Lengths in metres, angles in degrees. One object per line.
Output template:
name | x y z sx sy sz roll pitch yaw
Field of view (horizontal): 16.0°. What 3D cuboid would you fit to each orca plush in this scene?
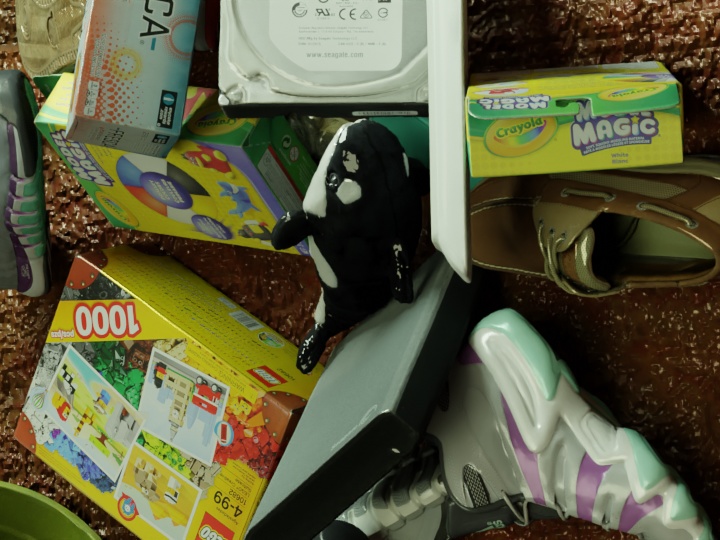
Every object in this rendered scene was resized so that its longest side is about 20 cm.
orca plush | 0.000 0.000 1.541 0.071 0.105 0.201 58 141 31

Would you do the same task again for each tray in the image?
tray | 0.050 -0.095 1.441 0.022 0.107 0.202 -1 87 5

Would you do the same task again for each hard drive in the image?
hard drive | 0.008 0.074 1.525 0.033 0.200 0.140 40 123 -10
hard drive | -0.014 -0.192 1.523 0.139 0.038 0.202 1 79 5

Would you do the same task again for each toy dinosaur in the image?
toy dinosaur | -0.060 -0.110 1.636 0.199 0.047 0.089 1 105 39

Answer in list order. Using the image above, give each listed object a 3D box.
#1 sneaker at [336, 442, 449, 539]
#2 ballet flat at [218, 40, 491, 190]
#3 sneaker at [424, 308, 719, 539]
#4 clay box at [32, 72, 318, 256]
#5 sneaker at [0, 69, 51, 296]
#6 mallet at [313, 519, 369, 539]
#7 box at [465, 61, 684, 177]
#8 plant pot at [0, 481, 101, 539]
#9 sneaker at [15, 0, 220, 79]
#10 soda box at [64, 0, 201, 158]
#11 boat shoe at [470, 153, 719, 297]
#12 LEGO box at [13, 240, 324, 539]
sneaker | 0.036 0.183 1.610 0.199 0.075 0.116 -29 103 25
ballet flat | 0.011 -0.114 1.560 0.199 0.070 0.070 28 115 2
sneaker | 0.106 0.136 1.500 0.140 0.078 0.200 -45 71 2
clay box | -0.121 -0.070 1.645 0.199 0.115 0.048 7 57 35
sneaker | -0.254 -0.051 1.707 0.201 0.087 0.075 93 174 -48
mallet | 0.050 0.215 1.563 0.199 0.041 0.066 22 124 -1
box | 0.116 -0.084 1.396 0.116 0.200 0.049 -4 96 5
plant pot | -0.282 0.283 1.789 0.201 0.200 0.193 49 134 19
sneaker | -0.157 -0.169 1.691 0.200 0.112 0.072 -175 75 -66
soda box | -0.130 -0.175 1.555 0.064 0.068 0.202 140 139 -74
boat shoe | 0.136 -0.024 1.474 0.199 0.074 0.076 -5 122 37
LEGO box | -0.118 0.096 1.691 0.199 0.077 0.150 34 116 27
